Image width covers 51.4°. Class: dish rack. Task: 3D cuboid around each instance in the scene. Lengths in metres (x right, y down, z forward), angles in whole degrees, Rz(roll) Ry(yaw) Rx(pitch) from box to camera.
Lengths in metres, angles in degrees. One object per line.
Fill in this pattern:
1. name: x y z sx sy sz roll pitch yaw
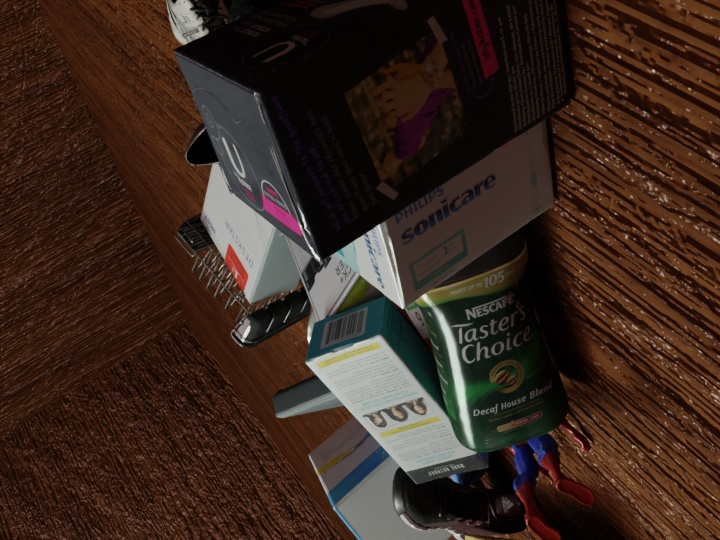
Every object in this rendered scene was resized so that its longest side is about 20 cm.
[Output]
1. dish rack: -0.165 -0.002 1.056 0.200 0.153 0.055 47 127 13

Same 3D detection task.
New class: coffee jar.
1. coffee jar: 0.099 0.042 0.611 0.086 0.103 0.202 -99 -11 -67

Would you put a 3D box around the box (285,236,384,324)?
1. box: -0.023 -0.058 0.712 0.117 0.059 0.202 -54 48 43

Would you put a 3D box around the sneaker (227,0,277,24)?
1. sneaker: -0.101 -0.248 0.748 0.089 0.075 0.200 67 161 -9

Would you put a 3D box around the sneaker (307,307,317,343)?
1. sneaker: 0.000 0.000 0.811 0.079 0.070 0.204 13 101 26

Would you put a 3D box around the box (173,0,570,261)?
1. box: 0.012 -0.115 0.449 0.122 0.199 0.107 36 152 50

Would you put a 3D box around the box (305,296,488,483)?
1. box: 0.040 0.117 0.692 0.201 0.081 0.050 52 -150 -31

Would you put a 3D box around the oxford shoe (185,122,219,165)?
1. oxford shoe: -0.108 -0.155 0.796 0.198 0.073 0.072 -20 113 37

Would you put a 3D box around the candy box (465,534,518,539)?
1. candy box: 0.194 0.320 0.792 0.200 0.115 0.057 128 151 -70

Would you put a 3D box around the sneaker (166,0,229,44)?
1. sneaker: -0.183 -0.290 0.889 0.200 0.075 0.088 47 159 30

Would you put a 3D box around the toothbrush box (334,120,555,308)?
1. toothbrush box: 0.023 -0.082 0.562 0.199 0.146 0.086 35 152 48

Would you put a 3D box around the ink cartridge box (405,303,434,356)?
1. ink cartridge box: 0.092 0.043 0.730 0.202 0.050 0.109 59 161 1

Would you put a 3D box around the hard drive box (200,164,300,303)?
1. hard drive box: -0.124 -0.084 0.955 0.157 0.076 0.201 55 144 24

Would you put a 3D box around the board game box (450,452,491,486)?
1. board game box: 0.087 0.167 0.952 0.200 0.045 0.153 49 160 27

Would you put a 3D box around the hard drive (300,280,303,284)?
1. hard drive: -0.072 -0.037 1.059 0.140 0.038 0.201 46 159 35

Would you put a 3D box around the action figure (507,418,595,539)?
1. action figure: 0.170 0.170 0.665 0.098 0.066 0.200 36 -167 -12

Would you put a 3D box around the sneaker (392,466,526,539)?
1. sneaker: 0.130 0.268 0.881 0.114 0.077 0.199 -18 146 33

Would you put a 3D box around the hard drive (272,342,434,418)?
1. hard drive: 0.007 0.122 0.841 0.199 0.138 0.033 -30 70 49

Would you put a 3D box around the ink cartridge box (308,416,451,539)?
1. ink cartridge box: 0.036 0.305 1.074 0.147 0.146 0.200 53 172 -13
